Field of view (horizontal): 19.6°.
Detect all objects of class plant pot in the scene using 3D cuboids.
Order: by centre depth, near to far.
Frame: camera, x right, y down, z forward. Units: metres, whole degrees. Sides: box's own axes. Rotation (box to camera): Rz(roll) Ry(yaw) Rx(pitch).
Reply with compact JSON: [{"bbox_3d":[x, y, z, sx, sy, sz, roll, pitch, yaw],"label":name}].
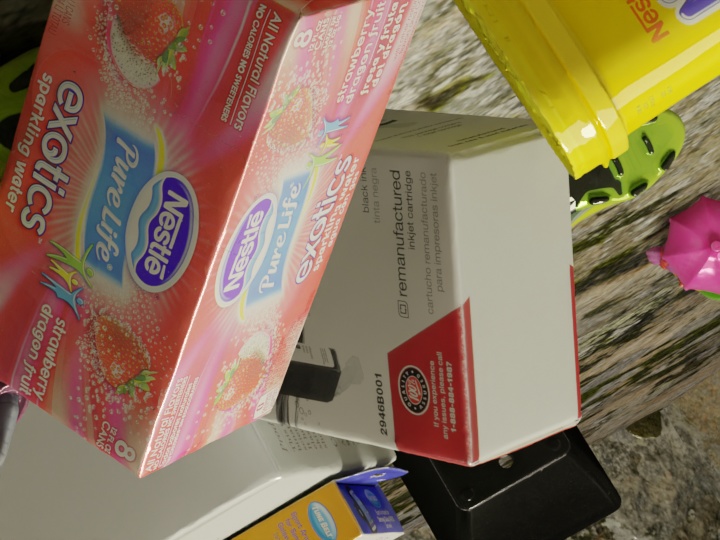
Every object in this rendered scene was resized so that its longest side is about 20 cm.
[{"bbox_3d":[0.144,0.197,2.232,0.199,0.200,0.177,-29,157,-2],"label":"plant pot"}]

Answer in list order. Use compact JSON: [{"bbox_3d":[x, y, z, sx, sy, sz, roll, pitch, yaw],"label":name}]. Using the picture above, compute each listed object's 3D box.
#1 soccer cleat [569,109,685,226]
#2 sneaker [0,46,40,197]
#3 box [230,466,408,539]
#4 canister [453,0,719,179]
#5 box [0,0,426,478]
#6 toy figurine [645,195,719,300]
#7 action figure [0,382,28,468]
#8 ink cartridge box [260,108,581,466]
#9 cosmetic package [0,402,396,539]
[{"bbox_3d":[0.146,-0.061,1.527,0.200,0.065,0.084,-36,-163,9],"label":"soccer cleat"},{"bbox_3d":[-0.171,-0.035,0.814,0.200,0.074,0.084,-16,157,-50],"label":"sneaker"},{"bbox_3d":[-0.058,0.175,1.212,0.200,0.042,0.119,-29,168,8],"label":"box"},{"bbox_3d":[0.135,-0.155,0.884,0.200,0.149,0.087,-33,168,3],"label":"canister"},{"bbox_3d":[-0.065,-0.037,0.787,0.095,0.103,0.200,-26,143,-55],"label":"box"},{"bbox_3d":[0.356,-0.022,2.063,0.200,0.150,0.184,-8,172,44],"label":"toy figurine"},{"bbox_3d":[-0.214,0.024,0.980,0.200,0.134,0.149,151,-41,-79],"label":"action figure"},{"bbox_3d":[0.000,0.000,0.991,0.084,0.144,0.200,-17,-163,-43],"label":"ink cartridge box"},{"bbox_3d":[-0.112,0.082,1.200,0.166,0.167,0.200,-32,167,15],"label":"cosmetic package"}]
